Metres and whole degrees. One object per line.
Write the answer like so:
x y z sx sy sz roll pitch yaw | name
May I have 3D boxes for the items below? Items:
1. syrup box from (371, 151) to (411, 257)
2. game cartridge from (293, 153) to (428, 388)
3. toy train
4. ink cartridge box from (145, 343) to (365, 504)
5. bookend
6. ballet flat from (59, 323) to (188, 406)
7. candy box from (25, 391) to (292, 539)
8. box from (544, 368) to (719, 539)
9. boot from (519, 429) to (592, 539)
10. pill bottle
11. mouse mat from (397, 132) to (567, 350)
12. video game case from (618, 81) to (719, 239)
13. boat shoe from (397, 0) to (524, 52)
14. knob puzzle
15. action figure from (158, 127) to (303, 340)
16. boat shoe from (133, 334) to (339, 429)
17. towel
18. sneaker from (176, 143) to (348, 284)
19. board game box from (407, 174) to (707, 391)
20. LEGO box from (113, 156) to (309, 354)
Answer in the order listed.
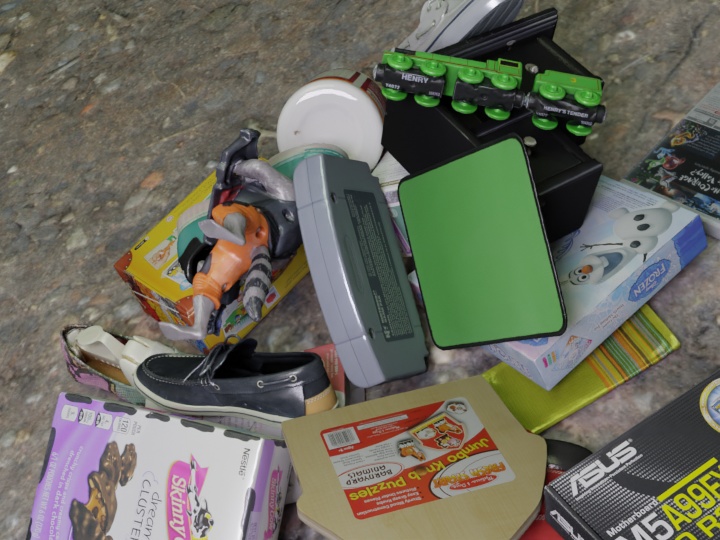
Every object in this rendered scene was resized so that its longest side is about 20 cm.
0.080 -0.107 1.097 0.081 0.079 0.201 -10 34 38 | syrup box
0.000 0.000 0.955 0.040 0.133 0.202 -18 82 20 | game cartridge
0.109 -0.156 0.918 0.197 0.042 0.057 11 39 2 | toy train
-0.097 0.149 0.978 0.198 0.068 0.117 -14 44 13 | ink cartridge box
0.156 -0.121 0.983 0.197 0.093 0.200 -24 56 -26 | bookend
-0.235 0.091 1.103 0.198 0.072 0.069 10 53 34 | ballet flat
-0.166 0.201 0.889 0.198 0.071 0.170 8 81 23 | candy box
0.253 0.164 0.759 0.199 0.045 0.160 -28 47 -18 | box
0.087 0.192 0.841 0.197 0.073 0.145 -7 45 10 | boot
-0.023 -0.156 1.157 0.108 0.111 0.200 -19 12 9 | pill bottle
0.096 -0.017 0.918 0.007 0.163 0.199 -13 -1 -30 | mouse mat
0.372 -0.098 1.011 0.182 0.023 0.199 -42 45 -16 | video game case
0.083 -0.236 1.056 0.073 0.067 0.200 -23 -8 -32 | boat shoe
0.048 0.162 0.811 0.217 0.031 0.220 -3 30 2 | knob puzzle
-0.096 -0.005 0.931 0.103 0.202 0.194 19 31 12 | action figure
-0.109 0.088 0.932 0.198 0.063 0.075 6 25 28 | boat shoe
0.169 0.087 0.937 0.199 0.018 0.086 -31 41 -3 | towel
-0.091 -0.046 1.048 0.199 0.071 0.081 -28 48 21 | sneaker
0.172 -0.007 0.993 0.198 0.044 0.200 -38 35 -13 | board game box
-0.138 -0.023 1.159 0.148 0.078 0.200 27 65 42 | LEGO box
